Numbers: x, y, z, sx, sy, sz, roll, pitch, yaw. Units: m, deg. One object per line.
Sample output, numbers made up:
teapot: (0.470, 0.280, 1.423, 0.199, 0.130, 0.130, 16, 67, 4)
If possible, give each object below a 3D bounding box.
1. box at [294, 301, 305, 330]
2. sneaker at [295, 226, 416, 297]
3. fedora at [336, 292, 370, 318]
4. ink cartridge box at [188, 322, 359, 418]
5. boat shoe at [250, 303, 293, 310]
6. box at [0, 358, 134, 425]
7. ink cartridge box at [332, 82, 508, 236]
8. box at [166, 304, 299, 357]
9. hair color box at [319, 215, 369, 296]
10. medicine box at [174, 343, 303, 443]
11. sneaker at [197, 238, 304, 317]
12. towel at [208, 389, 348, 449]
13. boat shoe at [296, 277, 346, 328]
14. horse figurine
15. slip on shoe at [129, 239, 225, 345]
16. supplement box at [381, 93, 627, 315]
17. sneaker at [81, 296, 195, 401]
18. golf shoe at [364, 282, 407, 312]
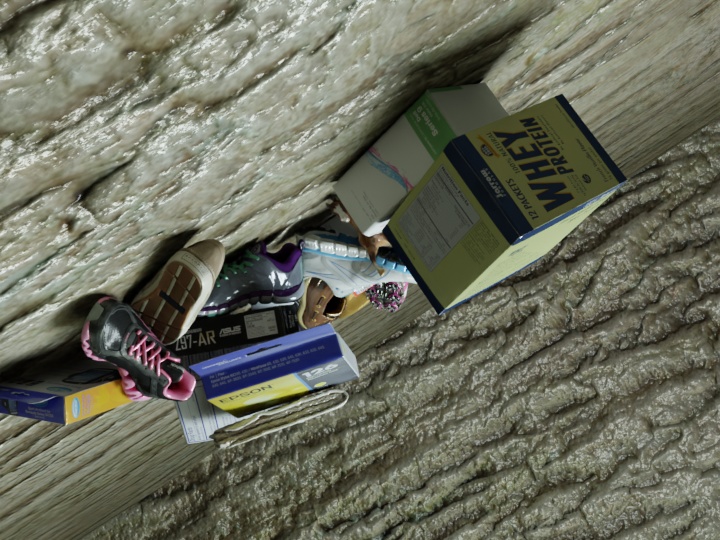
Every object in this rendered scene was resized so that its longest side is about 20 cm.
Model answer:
box: (-0.177, 0.146, 1.598, 0.199, 0.133, 0.115, -34, 167, 3)
sneaker: (0.000, 0.000, 1.286, 0.075, 0.199, 0.087, -74, 177, -70)
fedora: (-0.014, 0.028, 1.615, 0.200, 0.082, 0.201, -34, 179, -1)
ink cartridge box: (-0.111, 0.142, 1.250, 0.197, 0.047, 0.200, -18, 162, 4)
boat shoe: (-0.137, 0.044, 1.420, 0.071, 0.068, 0.201, -6, 143, -7)
box: (-0.360, 0.151, 1.143, 0.118, 0.042, 0.200, 4, -170, 27)
ink cartridge box: (0.082, -0.141, 1.160, 0.145, 0.088, 0.200, -20, 162, -50)
box: (-0.192, 0.086, 1.254, 0.199, 0.044, 0.160, -11, 178, 3)
hair color box: (0.044, -0.063, 1.348, 0.199, 0.111, 0.064, -34, 170, 0)
medicine box: (-0.193, 0.169, 1.418, 0.199, 0.103, 0.183, -9, 143, -8)
sneaker: (-0.166, 0.003, 1.209, 0.199, 0.074, 0.088, -9, 116, -33)
towel: (-0.124, 0.218, 1.343, 0.199, 0.035, 0.133, -17, 174, -17)
boat shoe: (-0.060, 0.057, 1.480, 0.072, 0.067, 0.200, -53, 163, -23)
horse figurine: (0.058, -0.045, 1.253, 0.199, 0.133, 0.050, -3, 130, -37)
slip on shoe: (-0.220, 0.025, 1.087, 0.061, 0.076, 0.200, -53, -177, -41)
supplement box: (0.169, -0.078, 1.099, 0.199, 0.135, 0.200, -26, 166, -33)
sneaker: (-0.256, 0.101, 1.084, 0.200, 0.095, 0.079, 67, 42, -55)
golf shoe: (0.051, -0.014, 1.506, 0.201, 0.072, 0.092, 87, 25, -45)
